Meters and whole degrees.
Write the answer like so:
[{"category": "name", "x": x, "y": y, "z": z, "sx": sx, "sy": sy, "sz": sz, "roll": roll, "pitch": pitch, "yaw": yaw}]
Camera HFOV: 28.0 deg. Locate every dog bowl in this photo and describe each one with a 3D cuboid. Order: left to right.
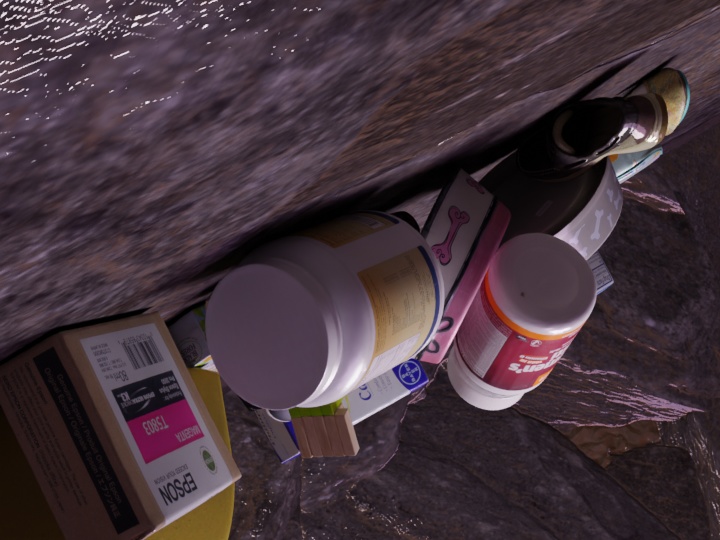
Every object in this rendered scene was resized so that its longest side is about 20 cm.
[{"category": "dog bowl", "x": 0.081, "y": 0.002, "z": 1.418, "sx": 0.200, "sy": 0.073, "sz": 0.202, "roll": 90, "pitch": 26, "yaw": -83}, {"category": "dog bowl", "x": 0.192, "y": -0.060, "z": 1.542, "sx": 0.199, "sy": 0.059, "sz": 0.201, "roll": -32, "pitch": -151, "yaw": 20}]

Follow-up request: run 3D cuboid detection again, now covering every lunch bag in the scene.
[{"category": "lunch bag", "x": 0.314, "y": -0.140, "z": 1.978, "sx": 0.199, "sy": 0.078, "sz": 0.160, "roll": -30, "pitch": 177, "yaw": 13}]

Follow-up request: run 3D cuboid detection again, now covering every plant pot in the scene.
[{"category": "plant pot", "x": -0.234, "y": 0.218, "z": 1.360, "sx": 0.193, "sy": 0.202, "sz": 0.195, "roll": -31, "pitch": 155, "yaw": 27}]

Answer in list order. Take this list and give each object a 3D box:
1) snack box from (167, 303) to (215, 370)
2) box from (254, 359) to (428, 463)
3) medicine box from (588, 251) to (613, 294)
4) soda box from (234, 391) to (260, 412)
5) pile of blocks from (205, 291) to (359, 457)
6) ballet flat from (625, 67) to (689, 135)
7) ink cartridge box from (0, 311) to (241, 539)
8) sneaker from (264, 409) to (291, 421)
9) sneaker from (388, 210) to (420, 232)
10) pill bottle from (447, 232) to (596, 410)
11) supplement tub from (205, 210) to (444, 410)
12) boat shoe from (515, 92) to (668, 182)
[{"category": "snack box", "x": -0.167, "y": 0.078, "z": 1.492, "sx": 0.200, "sy": 0.053, "sz": 0.142, "roll": -34, "pitch": 175, "yaw": 42}, {"category": "box", "x": -0.048, "y": 0.113, "z": 1.824, "sx": 0.199, "sy": 0.185, "sz": 0.105, "roll": -28, "pitch": 177, "yaw": -22}, {"category": "medicine box", "x": 0.267, "y": -0.025, "z": 2.194, "sx": 0.103, "sy": 0.201, "sz": 0.182, "roll": -31, "pitch": 175, "yaw": 36}, {"category": "soda box", "x": -0.066, "y": 0.069, "z": 1.623, "sx": 0.071, "sy": 0.064, "sz": 0.200, "roll": -22, "pitch": -160, "yaw": 49}, {"category": "pile of blocks", "x": -0.063, "y": 0.085, "z": 1.356, "sx": 0.082, "sy": 0.201, "sz": 0.062, "roll": -30, "pitch": -165, "yaw": 32}, {"category": "ballet flat", "x": 0.324, "y": -0.181, "z": 1.660, "sx": 0.070, "sy": 0.071, "sz": 0.200, "roll": -28, "pitch": 176, "yaw": -4}, {"category": "ink cartridge box", "x": -0.189, "y": 0.127, "z": 1.147, "sx": 0.075, "sy": 0.166, "sz": 0.200, "roll": -29, "pitch": 177, "yaw": 14}, {"category": "sneaker", "x": -0.045, "y": 0.074, "z": 1.420, "sx": 0.078, "sy": 0.079, "sz": 0.202, "roll": 3, "pitch": 116, "yaw": -32}, {"category": "sneaker", "x": 0.000, "y": 0.000, "z": 1.521, "sx": 0.075, "sy": 0.081, "sz": 0.200, "roll": -42, "pitch": -174, "yaw": -31}, {"category": "pill bottle", "x": 0.156, "y": 0.058, "z": 1.458, "sx": 0.109, "sy": 0.110, "sz": 0.201, "roll": -27, "pitch": 159, "yaw": -26}, {"category": "supplement tub", "x": -0.029, "y": 0.033, "z": 1.246, "sx": 0.144, "sy": 0.145, "sz": 0.200, "roll": -31, "pitch": 175, "yaw": 32}, {"category": "boat shoe", "x": 0.218, "y": -0.139, "z": 1.449, "sx": 0.064, "sy": 0.074, "sz": 0.199, "roll": 6, "pitch": 164, "yaw": -34}]
